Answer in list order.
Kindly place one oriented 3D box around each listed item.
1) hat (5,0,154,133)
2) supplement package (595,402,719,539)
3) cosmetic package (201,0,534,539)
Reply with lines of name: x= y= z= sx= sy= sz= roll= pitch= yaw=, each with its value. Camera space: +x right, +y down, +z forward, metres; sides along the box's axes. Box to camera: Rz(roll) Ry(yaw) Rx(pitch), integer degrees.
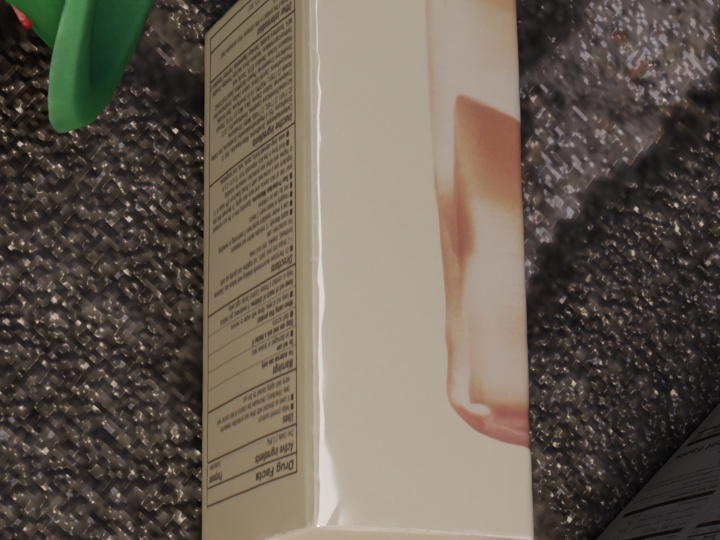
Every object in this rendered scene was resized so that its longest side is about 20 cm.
hat: x=-0.144 y=-0.163 z=0.716 sx=0.175 sy=0.201 sz=0.166 roll=20 pitch=41 yaw=0
supplement package: x=0.194 y=0.121 z=0.807 sx=0.200 sy=0.151 sz=0.152 roll=-42 pitch=98 yaw=-30
cosmetic package: x=0.000 y=0.000 z=0.766 sx=0.087 sy=0.103 sz=0.201 roll=7 pitch=75 yaw=-25
